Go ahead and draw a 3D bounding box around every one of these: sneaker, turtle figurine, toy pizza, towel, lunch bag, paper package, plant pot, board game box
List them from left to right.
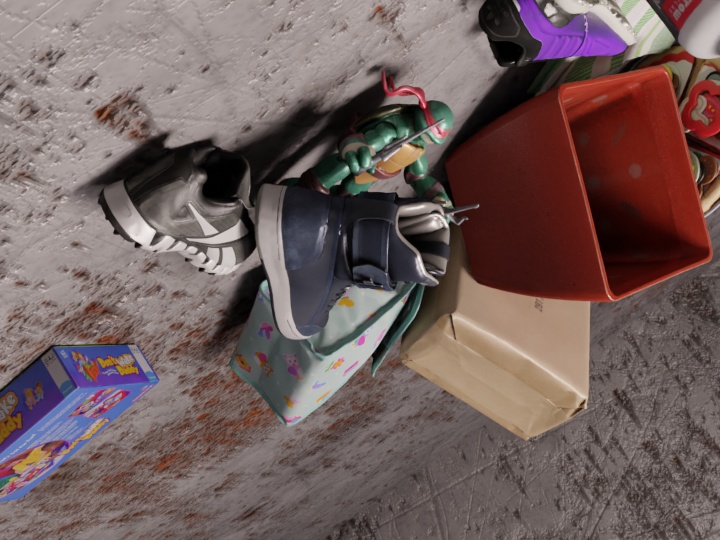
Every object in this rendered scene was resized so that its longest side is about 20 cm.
[{"bbox_3d":[-0.299,0.145,1.257,0.200,0.045,0.134,-39,164,17],"label":"board game box"},{"bbox_3d":[-0.110,-0.048,1.029,0.090,0.067,0.200,-35,162,13],"label":"sneaker"},{"bbox_3d":[-0.018,0.044,1.398,0.200,0.122,0.170,-34,165,-33],"label":"lunch bag"},{"bbox_3d":[0.000,0.001,1.103,0.146,0.077,0.202,1,153,5],"label":"sneaker"},{"bbox_3d":[0.018,-0.084,1.118,0.200,0.101,0.150,-27,143,35],"label":"turtle figurine"},{"bbox_3d":[0.145,0.044,1.441,0.103,0.191,0.200,-40,-154,38],"label":"paper package"},{"bbox_3d":[0.154,-0.204,1.119,0.099,0.070,0.200,-33,162,23],"label":"sneaker"},{"bbox_3d":[0.201,-0.074,1.340,0.176,0.200,0.200,-12,-177,43],"label":"plant pot"},{"bbox_3d":[0.264,-0.236,1.313,0.200,0.023,0.153,-24,161,-33],"label":"towel"},{"bbox_3d":[0.319,-0.143,1.406,0.032,0.200,0.200,9,139,-38],"label":"toy pizza"}]

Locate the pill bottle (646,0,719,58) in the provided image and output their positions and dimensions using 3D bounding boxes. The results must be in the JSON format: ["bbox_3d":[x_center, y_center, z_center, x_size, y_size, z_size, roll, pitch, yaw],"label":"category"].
[{"bbox_3d":[0.257,-0.226,0.996,0.111,0.200,0.111,-31,163,-11],"label":"pill bottle"}]
